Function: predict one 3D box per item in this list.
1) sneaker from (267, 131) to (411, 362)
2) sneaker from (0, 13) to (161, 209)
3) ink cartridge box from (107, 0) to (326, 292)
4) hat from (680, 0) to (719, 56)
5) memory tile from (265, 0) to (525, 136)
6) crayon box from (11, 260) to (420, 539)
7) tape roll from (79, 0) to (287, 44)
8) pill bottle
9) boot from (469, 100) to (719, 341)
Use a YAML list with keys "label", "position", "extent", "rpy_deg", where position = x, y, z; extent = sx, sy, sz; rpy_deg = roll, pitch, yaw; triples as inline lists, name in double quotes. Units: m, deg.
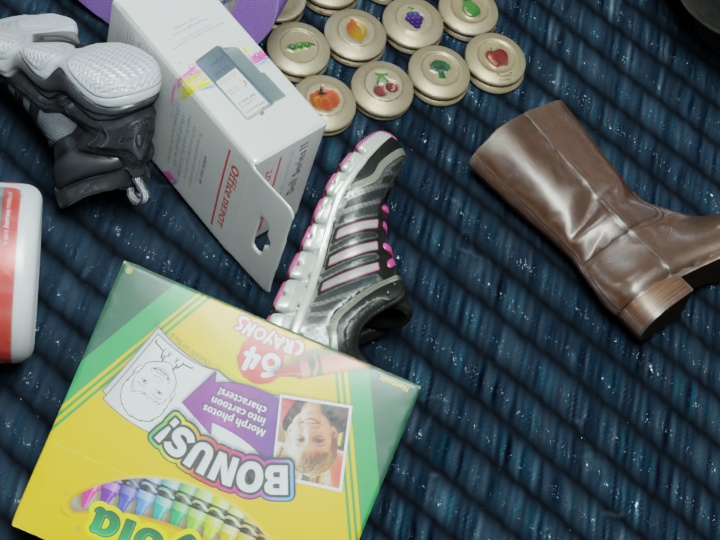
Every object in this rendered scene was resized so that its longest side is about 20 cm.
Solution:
- label: "sneaker"
  position: [0.000, 0.000, 1.064]
  extent: [0.087, 0.074, 0.201]
  rpy_deg: [23, 64, 1]
- label: "sneaker"
  position: [-0.209, -0.108, 1.081]
  extent: [0.075, 0.115, 0.199]
  rpy_deg: [-21, 32, -38]
- label: "ink cartridge box"
  position: [-0.093, -0.097, 1.076]
  extent: [0.067, 0.117, 0.200]
  rpy_deg: [-32, 73, -28]
- label: "hat"
  position: [0.318, -0.211, 1.256]
  extent: [0.199, 0.081, 0.202]
  rpy_deg: [8, 52, -11]
- label: "memory tile"
  position: [0.019, -0.187, 1.209]
  extent: [0.199, 0.017, 0.154]
  rpy_deg: [-16, 67, -20]
- label: "crayon box"
  position: [-0.087, 0.114, 0.962]
  extent: [0.199, 0.058, 0.174]
  rpy_deg: [23, 84, 1]
- label: "tape roll"
  position: [-0.136, -0.244, 1.098]
  extent: [0.199, 0.200, 0.066]
  rpy_deg: [26, 60, 2]
- label: "pill bottle"
  position: [-0.303, -0.003, 0.979]
  extent: [0.198, 0.116, 0.117]
  rpy_deg: [4, 61, -10]
- label: "boot"
  position: [0.201, -0.068, 1.165]
  extent: [0.186, 0.064, 0.200]
  rpy_deg: [-32, 68, -28]
